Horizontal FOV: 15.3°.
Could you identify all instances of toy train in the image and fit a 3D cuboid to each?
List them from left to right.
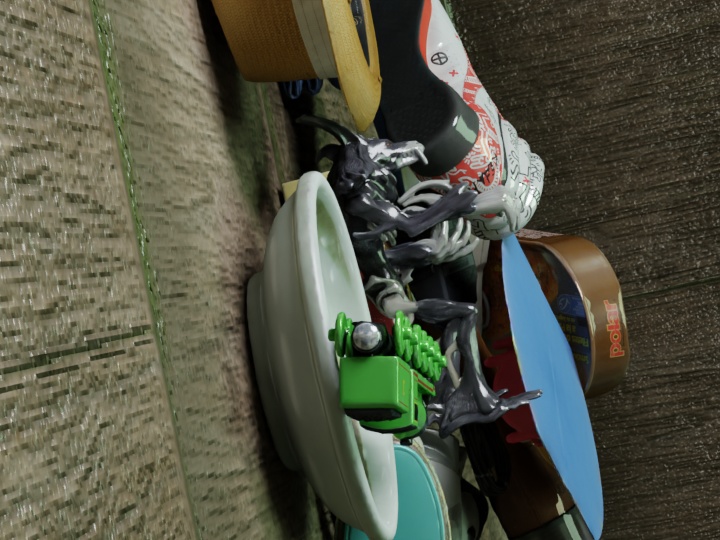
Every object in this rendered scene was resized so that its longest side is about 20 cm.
[{"bbox_3d":[0.016,0.057,1.366,0.200,0.042,0.057,44,45,-79],"label":"toy train"}]

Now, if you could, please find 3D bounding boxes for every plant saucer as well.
[{"bbox_3d":[-0.024,0.049,1.415,0.200,0.050,0.201,-11,90,-84],"label":"plant saucer"}]

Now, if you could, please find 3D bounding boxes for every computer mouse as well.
[{"bbox_3d":[0.056,0.045,1.663,0.059,0.034,0.201,-15,93,-65],"label":"computer mouse"}]

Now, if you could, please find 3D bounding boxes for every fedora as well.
[{"bbox_3d":[-0.044,-0.167,1.473,0.201,0.082,0.201,-12,90,-85],"label":"fedora"}]

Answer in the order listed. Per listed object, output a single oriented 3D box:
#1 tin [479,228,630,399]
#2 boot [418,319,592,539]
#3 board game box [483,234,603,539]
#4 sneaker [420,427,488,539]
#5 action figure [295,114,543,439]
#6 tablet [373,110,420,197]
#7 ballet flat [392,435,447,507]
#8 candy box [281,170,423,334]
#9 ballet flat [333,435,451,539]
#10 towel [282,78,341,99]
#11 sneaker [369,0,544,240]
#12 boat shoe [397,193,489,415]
[{"bbox_3d":[0.120,0.029,1.813,0.200,0.042,0.112,12,-71,64],"label":"tin"},{"bbox_3d":[0.083,0.095,1.785,0.200,0.068,0.188,62,10,-7],"label":"boot"},{"bbox_3d":[0.102,0.076,1.645,0.200,0.039,0.158,60,20,-47],"label":"board game box"},{"bbox_3d":[0.037,0.169,1.723,0.200,0.074,0.089,63,33,-68],"label":"sneaker"},{"bbox_3d":[0.036,-0.010,1.536,0.200,0.102,0.119,67,-13,-3],"label":"action figure"},{"bbox_3d":[0.012,-0.123,1.785,0.130,0.014,0.200,78,-4,-46],"label":"tablet"},{"bbox_3d":[0.015,0.125,1.572,0.067,0.062,0.200,-106,-178,-68],"label":"ballet flat"},{"bbox_3d":[0.000,0.000,1.691,0.200,0.055,0.116,12,65,-83],"label":"candy box"},{"bbox_3d":[0.022,0.196,1.522,0.071,0.070,0.201,28,53,-82],"label":"ballet flat"},{"bbox_3d":[-0.048,-0.212,1.680,0.112,0.048,0.200,-95,171,-46],"label":"towel"},{"bbox_3d":[0.053,-0.099,1.651,0.108,0.067,0.202,45,16,-34],"label":"sneaker"},{"bbox_3d":[0.042,0.020,1.849,0.063,0.073,0.200,44,-47,44],"label":"boat shoe"}]
